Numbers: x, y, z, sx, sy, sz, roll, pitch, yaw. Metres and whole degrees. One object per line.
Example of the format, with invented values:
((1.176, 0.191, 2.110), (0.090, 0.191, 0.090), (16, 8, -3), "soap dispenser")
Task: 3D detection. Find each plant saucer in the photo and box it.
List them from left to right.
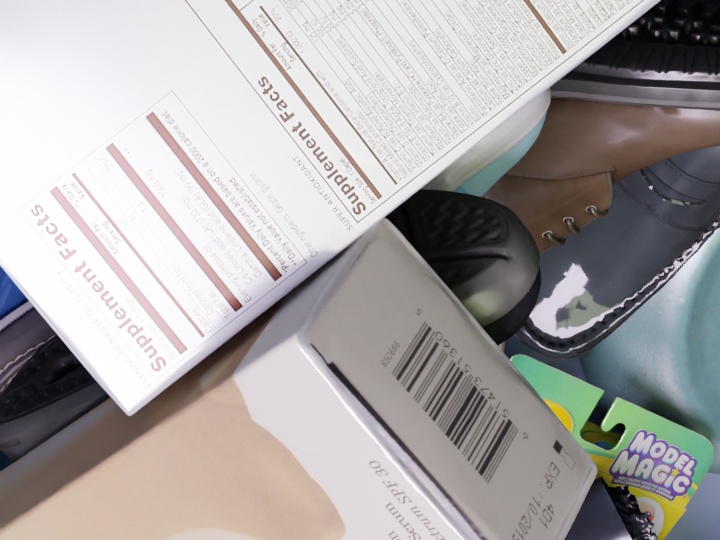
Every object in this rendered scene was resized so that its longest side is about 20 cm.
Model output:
((0.182, 0.004, 1.174), (0.199, 0.036, 0.201), (-11, 124, -17), "plant saucer")

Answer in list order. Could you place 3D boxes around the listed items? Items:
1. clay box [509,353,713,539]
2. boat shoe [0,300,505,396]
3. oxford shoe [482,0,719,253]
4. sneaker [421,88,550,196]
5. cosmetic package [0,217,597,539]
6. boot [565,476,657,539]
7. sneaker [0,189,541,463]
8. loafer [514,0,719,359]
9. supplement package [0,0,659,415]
((0.038, 0.117, 1.170), (0.115, 0.048, 0.200), (25, 109, -33), "clay box")
((-0.043, 0.029, 1.078), (0.199, 0.057, 0.067), (-13, 124, -16), "boat shoe")
((0.072, -0.047, 1.037), (0.199, 0.073, 0.085), (-3, 117, 17), "oxford shoe")
((0.000, 0.000, 1.004), (0.200, 0.074, 0.082), (-36, 116, 30), "sneaker")
((-0.040, 0.081, 0.887), (0.105, 0.071, 0.200), (48, 127, -9), "cosmetic package")
((0.064, 0.186, 1.144), (0.168, 0.076, 0.201), (-23, 119, 1), "boot")
((-0.011, 0.048, 0.949), (0.199, 0.076, 0.114), (-25, 118, 29), "sneaker")
((0.115, -0.052, 1.081), (0.068, 0.070, 0.201), (34, 102, -7), "loafer")
((-0.040, -0.093, 0.901), (0.200, 0.191, 0.147), (-38, 104, 1), "supplement package")
